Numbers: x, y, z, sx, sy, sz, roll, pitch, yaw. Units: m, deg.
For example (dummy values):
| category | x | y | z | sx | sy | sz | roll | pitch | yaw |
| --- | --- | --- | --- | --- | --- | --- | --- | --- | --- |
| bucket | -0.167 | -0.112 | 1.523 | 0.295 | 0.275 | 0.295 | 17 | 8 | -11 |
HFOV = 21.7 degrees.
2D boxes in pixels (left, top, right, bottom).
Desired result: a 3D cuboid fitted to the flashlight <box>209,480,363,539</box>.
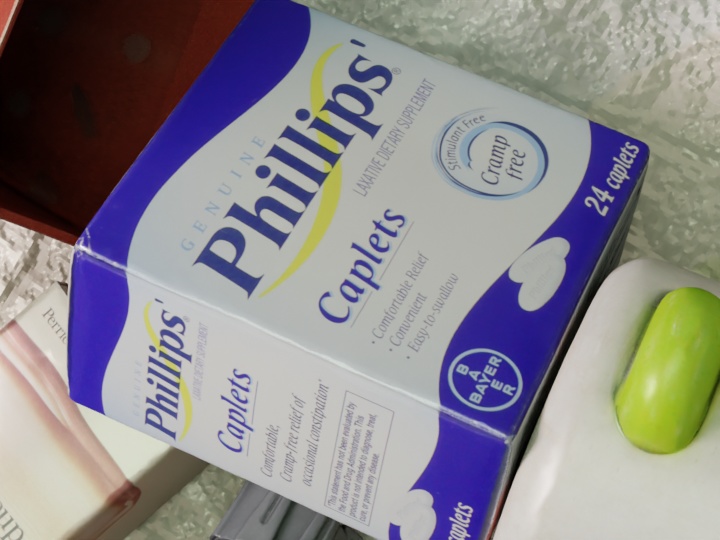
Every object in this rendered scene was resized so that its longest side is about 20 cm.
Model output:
| category | x | y | z | sx | sy | sz | roll | pitch | yaw |
| --- | --- | --- | --- | --- | --- | --- | --- | --- | --- |
| flashlight | -0.079 | 0.185 | 0.843 | 0.068 | 0.068 | 0.201 | 10 | 58 | 37 |

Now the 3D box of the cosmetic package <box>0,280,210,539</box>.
| category | x | y | z | sx | sy | sz | roll | pitch | yaw |
| --- | --- | --- | --- | --- | --- | --- | --- | --- | --- |
| cosmetic package | -0.176 | 0.109 | 0.894 | 0.200 | 0.087 | 0.103 | -42 | 78 | 3 |

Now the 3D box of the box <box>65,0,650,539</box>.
| category | x | y | z | sx | sy | sz | roll | pitch | yaw |
| --- | --- | --- | --- | --- | --- | --- | --- | --- | --- |
| box | 0.000 | 0.000 | 0.827 | 0.199 | 0.105 | 0.184 | 22 | 51 | 11 |

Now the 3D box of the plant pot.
| category | x | y | z | sx | sy | sz | roll | pitch | yaw |
| --- | --- | --- | --- | --- | --- | --- | --- | --- | --- |
| plant pot | -0.170 | -0.134 | 0.876 | 0.176 | 0.200 | 0.201 | 21 | 88 | 23 |

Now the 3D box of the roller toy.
| category | x | y | z | sx | sy | sz | roll | pitch | yaw |
| --- | --- | --- | --- | --- | --- | --- | --- | --- | --- |
| roller toy | 0.142 | 0.099 | 0.797 | 0.139 | 0.200 | 0.183 | 22 | 98 | 11 |
